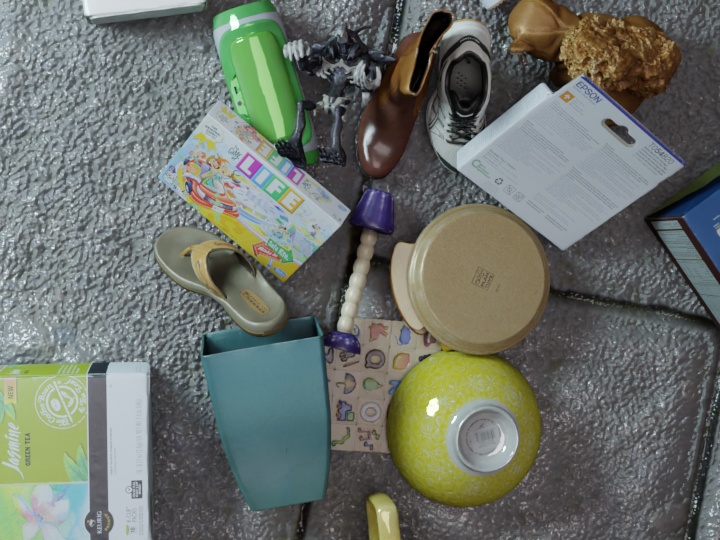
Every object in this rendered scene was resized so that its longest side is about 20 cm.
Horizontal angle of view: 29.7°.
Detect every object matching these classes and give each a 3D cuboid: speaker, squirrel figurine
[{"bbox_3d":[-0.113,-0.215,1.626,0.088,0.088,0.201,-17,94,-7],"label":"speaker"},{"bbox_3d":[0.273,-0.270,1.623,0.186,0.200,0.142,27,93,-17],"label":"squirrel figurine"}]

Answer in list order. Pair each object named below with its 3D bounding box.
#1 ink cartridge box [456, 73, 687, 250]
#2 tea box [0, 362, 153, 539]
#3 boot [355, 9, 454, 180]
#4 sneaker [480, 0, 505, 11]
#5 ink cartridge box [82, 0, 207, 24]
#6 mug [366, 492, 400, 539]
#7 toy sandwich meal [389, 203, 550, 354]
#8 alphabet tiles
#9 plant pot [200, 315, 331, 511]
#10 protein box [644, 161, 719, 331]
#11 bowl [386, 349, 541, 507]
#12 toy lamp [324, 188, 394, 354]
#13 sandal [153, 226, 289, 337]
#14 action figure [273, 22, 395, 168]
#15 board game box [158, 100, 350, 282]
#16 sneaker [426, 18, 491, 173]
[{"bbox_3d":[0.251,-0.134,1.621,0.199,0.041,0.200,35,126,-28],"label":"ink cartridge box"},{"bbox_3d":[-0.340,0.213,1.581,0.196,0.134,0.201,-2,92,-8],"label":"tea box"},{"bbox_3d":[0.056,-0.199,1.592,0.068,0.200,0.189,27,88,-8],"label":"boot"},{"bbox_3d":[0.199,-0.425,1.672,0.200,0.070,0.109,-43,99,-2],"label":"sneaker"},{"bbox_3d":[-0.265,-0.397,1.596,0.145,0.084,0.201,-8,93,-8],"label":"ink cartridge box"},{"bbox_3d":[0.044,0.378,1.634,0.149,0.153,0.187,25,88,-8],"label":"mug"},{"bbox_3d":[0.135,0.014,1.683,0.204,0.070,0.206,1,86,-14],"label":"toy sandwich meal"},{"bbox_3d":[0.032,0.145,1.699,0.199,0.006,0.167,5,91,-8],"label":"alphabet tiles"},{"bbox_3d":[-0.103,0.172,1.615,0.141,0.141,0.201,-9,99,-5],"label":"plant pot"},{"bbox_3d":[0.507,-0.041,1.698,0.198,0.135,0.200,-36,96,-6],"label":"protein box"},{"bbox_3d":[0.140,0.199,1.660,0.199,0.108,0.201,-1,92,-13],"label":"bowl"},{"bbox_3d":[0.000,0.000,1.661,0.058,0.058,0.201,14,86,-9],"label":"toy lamp"},{"bbox_3d":[-0.163,0.003,1.604,0.200,0.054,0.080,37,64,26],"label":"sandal"},{"bbox_3d":[-0.030,-0.219,1.570,0.118,0.102,0.201,11,69,9],"label":"action figure"},{"bbox_3d":[-0.127,-0.091,1.610,0.200,0.134,0.034,40,43,-7],"label":"board game box"},{"bbox_3d":[0.117,-0.195,1.625,0.075,0.088,0.201,0,125,2],"label":"sneaker"}]
